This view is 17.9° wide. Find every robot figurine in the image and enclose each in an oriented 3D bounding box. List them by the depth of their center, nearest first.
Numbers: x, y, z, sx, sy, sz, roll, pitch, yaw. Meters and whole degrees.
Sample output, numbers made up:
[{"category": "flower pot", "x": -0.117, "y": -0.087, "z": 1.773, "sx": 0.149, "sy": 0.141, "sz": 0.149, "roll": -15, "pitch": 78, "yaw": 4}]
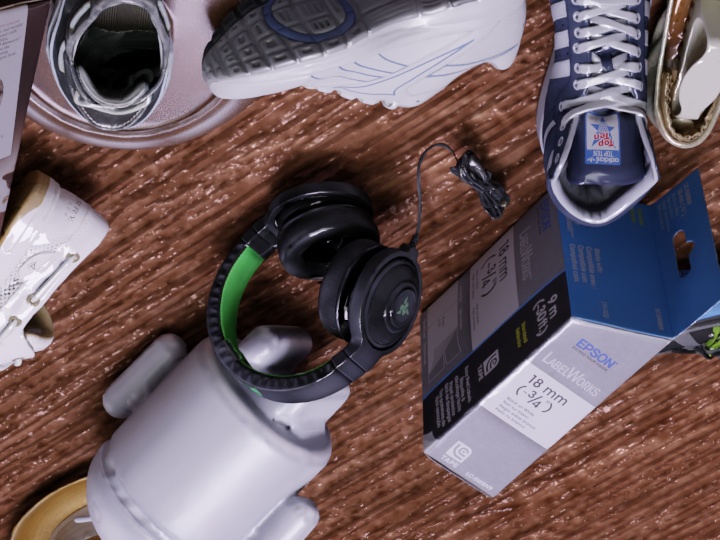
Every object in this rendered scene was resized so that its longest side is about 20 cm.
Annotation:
[{"category": "robot figurine", "x": -0.098, "y": 0.122, "z": 1.472, "sx": 0.200, "sy": 0.170, "sz": 0.113, "roll": -45, "pitch": 158, "yaw": 17}]

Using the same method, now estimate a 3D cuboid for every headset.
[{"category": "headset", "x": 0.000, "y": 0.000, "z": 1.404, "sx": 0.200, "sy": 0.124, "sz": 0.094, "roll": -41, "pitch": 144, "yaw": 5}]

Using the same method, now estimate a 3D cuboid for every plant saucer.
[{"category": "plant saucer", "x": -0.138, "y": -0.148, "z": 1.334, "sx": 0.199, "sy": 0.032, "sz": 0.201, "roll": -1, "pitch": 126, "yaw": -2}]

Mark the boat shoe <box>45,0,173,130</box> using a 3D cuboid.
[{"category": "boat shoe", "x": -0.139, "y": -0.120, "z": 1.250, "sx": 0.072, "sy": 0.071, "sz": 0.200, "roll": 0, "pitch": 154, "yaw": -4}]

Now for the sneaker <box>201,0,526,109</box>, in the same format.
[{"category": "sneaker", "x": 0.008, "y": -0.126, "z": 1.316, "sx": 0.199, "sy": 0.075, "sz": 0.087, "roll": -14, "pitch": 135, "yaw": -6}]

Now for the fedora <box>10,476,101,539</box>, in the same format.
[{"category": "fedora", "x": -0.147, "y": 0.226, "z": 1.576, "sx": 0.200, "sy": 0.082, "sz": 0.201, "roll": -1, "pitch": 126, "yaw": -1}]

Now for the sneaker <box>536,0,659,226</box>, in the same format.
[{"category": "sneaker", "x": 0.138, "y": -0.120, "z": 1.313, "sx": 0.070, "sy": 0.109, "sz": 0.201, "roll": -1, "pitch": 126, "yaw": -2}]

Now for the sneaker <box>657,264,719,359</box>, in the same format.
[{"category": "sneaker", "x": 0.227, "y": 0.037, "z": 1.454, "sx": 0.199, "sy": 0.071, "sz": 0.083, "roll": -15, "pitch": 119, "yaw": 6}]

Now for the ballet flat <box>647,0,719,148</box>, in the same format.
[{"category": "ballet flat", "x": 0.208, "y": -0.159, "z": 1.315, "sx": 0.067, "sy": 0.062, "sz": 0.201, "roll": 5, "pitch": 126, "yaw": -5}]

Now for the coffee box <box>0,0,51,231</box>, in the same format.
[{"category": "coffee box", "x": -0.255, "y": -0.094, "z": 1.308, "sx": 0.080, "sy": 0.113, "sz": 0.200, "roll": -19, "pitch": 140, "yaw": -41}]

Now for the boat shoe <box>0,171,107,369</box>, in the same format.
[{"category": "boat shoe", "x": -0.225, "y": 0.031, "z": 1.427, "sx": 0.069, "sy": 0.071, "sz": 0.200, "roll": 29, "pitch": 120, "yaw": -17}]

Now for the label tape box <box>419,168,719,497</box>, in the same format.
[{"category": "label tape box", "x": 0.123, "y": 0.022, "z": 1.396, "sx": 0.063, "sy": 0.144, "sz": 0.200, "roll": 34, "pitch": 118, "yaw": -21}]
